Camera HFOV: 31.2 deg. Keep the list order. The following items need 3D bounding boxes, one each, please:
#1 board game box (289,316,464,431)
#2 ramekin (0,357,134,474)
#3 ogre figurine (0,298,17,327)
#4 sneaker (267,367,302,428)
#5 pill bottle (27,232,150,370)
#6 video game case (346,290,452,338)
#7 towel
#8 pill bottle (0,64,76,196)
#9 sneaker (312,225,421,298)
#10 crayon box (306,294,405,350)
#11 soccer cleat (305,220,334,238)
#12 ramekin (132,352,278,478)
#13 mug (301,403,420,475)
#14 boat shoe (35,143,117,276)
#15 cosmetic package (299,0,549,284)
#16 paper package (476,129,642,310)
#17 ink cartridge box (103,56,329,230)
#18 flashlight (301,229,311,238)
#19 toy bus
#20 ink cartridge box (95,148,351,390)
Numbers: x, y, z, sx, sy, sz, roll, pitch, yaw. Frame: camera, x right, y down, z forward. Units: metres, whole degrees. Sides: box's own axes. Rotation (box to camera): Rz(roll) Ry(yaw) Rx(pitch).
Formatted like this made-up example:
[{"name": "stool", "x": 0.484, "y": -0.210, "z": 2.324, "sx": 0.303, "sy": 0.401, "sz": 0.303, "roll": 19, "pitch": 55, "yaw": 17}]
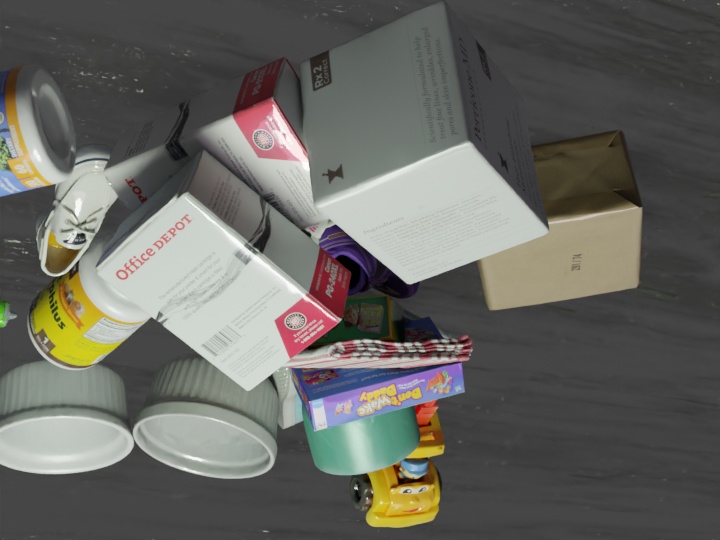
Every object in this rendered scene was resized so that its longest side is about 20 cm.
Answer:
[{"name": "board game box", "x": 0.017, "y": 0.130, "z": 1.650, "sx": 0.198, "sy": 0.135, "sz": 0.045, "roll": -13, "pitch": 116, "yaw": -10}, {"name": "ramekin", "x": -0.413, "y": 0.198, "z": 1.772, "sx": 0.199, "sy": 0.098, "sz": 0.201, "roll": -6, "pitch": 150, "yaw": -3}, {"name": "ogre figurine", "x": -0.483, "y": 0.041, "z": 1.482, "sx": 0.119, "sy": 0.099, "sz": 0.200, "roll": -8, "pitch": 142, "yaw": 25}, {"name": "sneaker", "x": -0.084, "y": 0.148, "z": 1.803, "sx": 0.081, "sy": 0.074, "sz": 0.200, "roll": -23, "pitch": 155, "yaw": -18}, {"name": "pill bottle", "x": -0.296, "y": 0.029, "z": 1.485, "sx": 0.109, "sy": 0.110, "sz": 0.200, "roll": 15, "pitch": 144, "yaw": -35}, {"name": "video game case", "x": 0.012, "y": 0.087, "z": 1.752, "sx": 0.143, "sy": 0.018, "sz": 0.199, "roll": -27, "pitch": 146, "yaw": 30}, {"name": "towel", "x": 0.012, "y": 0.094, "z": 1.484, "sx": 0.199, "sy": 0.030, "sz": 0.146, "roll": 3, "pitch": 170, "yaw": -31}, {"name": "pill bottle", "x": -0.378, "y": -0.117, "z": 1.205, "sx": 0.198, "sy": 0.113, "sz": 0.112, "roll": -13, "pitch": 151, "yaw": 8}, {"name": "sneaker", "x": 0.000, "y": 0.000, "z": 1.527, "sx": 0.080, "sy": 0.084, "sz": 0.199, "roll": -26, "pitch": 146, "yaw": 31}, {"name": "crayon box", "x": -0.052, "y": 0.072, "z": 1.579, "sx": 0.198, "sy": 0.059, "sz": 0.173, "roll": -5, "pitch": 174, "yaw": 7}, {"name": "soccer cleat", "x": -0.077, "y": -0.077, "z": 1.369, "sx": 0.198, "sy": 0.087, "sz": 0.070, "roll": 0, "pitch": 150, "yaw": -12}, {"name": "ramekin", "x": -0.204, "y": 0.197, "z": 1.771, "sx": 0.198, "sy": 0.106, "sz": 0.201, "roll": 8, "pitch": 149, "yaw": 5}, {"name": "mug", "x": -0.013, "y": 0.187, "z": 1.746, "sx": 0.151, "sy": 0.115, "sz": 0.184, "roll": -26, "pitch": -159, "yaw": -36}, {"name": "boat shoe", "x": -0.301, "y": -0.057, "z": 1.370, "sx": 0.070, "sy": 0.070, "sz": 0.200, "roll": 11, "pitch": 147, "yaw": -29}, {"name": "cosmetic package", "x": 0.062, "y": -0.117, "z": 1.248, "sx": 0.164, "sy": 0.166, "sz": 0.200, "roll": -20, "pitch": 150, "yaw": 22}, {"name": "paper package", "x": 0.221, "y": -0.051, "z": 1.468, "sx": 0.189, "sy": 0.104, "sz": 0.200, "roll": -10, "pitch": 152, "yaw": 5}, {"name": "ink cartridge box", "x": -0.128, "y": -0.099, "z": 1.274, "sx": 0.199, "sy": 0.085, "sz": 0.145, "roll": -20, "pitch": 124, "yaw": 22}, {"name": "flashlight", "x": -0.126, "y": -0.027, "z": 1.374, "sx": 0.199, "sy": 0.068, "sz": 0.068, "roll": 8, "pitch": 139, "yaw": 57}, {"name": "toy bus", "x": 0.063, "y": 0.244, "z": 1.866, "sx": 0.135, "sy": 0.201, "sz": 0.192, "roll": 0, "pitch": 145, "yaw": -26}, {"name": "ink cartridge box", "x": -0.131, "y": 0.001, "z": 1.245, "sx": 0.200, "sy": 0.084, "sz": 0.145, "roll": 41, "pitch": 124, "yaw": -20}]
